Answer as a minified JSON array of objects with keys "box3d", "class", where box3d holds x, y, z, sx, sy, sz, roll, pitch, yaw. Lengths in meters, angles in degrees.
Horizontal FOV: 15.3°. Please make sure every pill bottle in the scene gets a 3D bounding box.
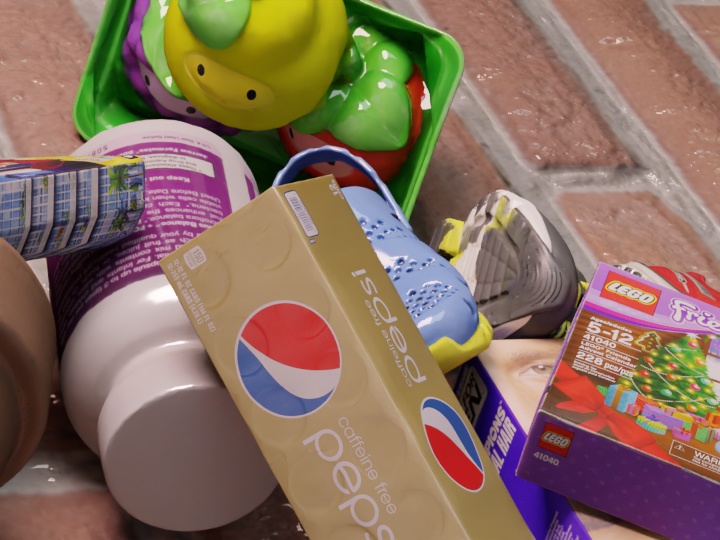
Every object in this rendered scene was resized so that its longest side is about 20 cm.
[{"box3d":[-0.088,0.026,1.250,0.111,0.113,0.200,7,33,-15],"class":"pill bottle"}]

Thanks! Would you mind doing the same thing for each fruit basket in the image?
[{"box3d":[-0.052,-0.104,1.421,0.214,0.156,0.216,18,17,-6],"class":"fruit basket"}]

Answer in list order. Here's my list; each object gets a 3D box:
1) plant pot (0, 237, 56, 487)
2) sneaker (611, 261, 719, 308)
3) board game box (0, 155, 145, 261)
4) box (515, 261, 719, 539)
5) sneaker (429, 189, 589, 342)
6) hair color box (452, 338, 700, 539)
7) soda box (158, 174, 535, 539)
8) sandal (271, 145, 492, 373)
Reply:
[{"box3d":[-0.222,0.086,1.050,0.199,0.201,0.175,9,49,-12],"class":"plant pot"},{"box3d":[0.201,0.056,1.377,0.084,0.077,0.200,-2,37,-36],"class":"sneaker"},{"box3d":[-0.228,-0.010,1.171,0.199,0.062,0.199,0,8,31],"class":"board game box"},{"box3d":[0.178,0.077,1.180,0.199,0.039,0.137,22,32,5],"class":"box"},{"box3d":[0.084,0.008,1.333,0.084,0.075,0.200,19,-2,-11],"class":"sneaker"},{"box3d":[0.124,0.112,1.197,0.109,0.065,0.200,-1,35,-25],"class":"hair color box"},{"box3d":[-0.002,0.063,1.142,0.201,0.068,0.064,61,23,6],"class":"soda box"},{"box3d":[0.000,0.000,1.253,0.079,0.087,0.200,-29,23,-7],"class":"sandal"}]
